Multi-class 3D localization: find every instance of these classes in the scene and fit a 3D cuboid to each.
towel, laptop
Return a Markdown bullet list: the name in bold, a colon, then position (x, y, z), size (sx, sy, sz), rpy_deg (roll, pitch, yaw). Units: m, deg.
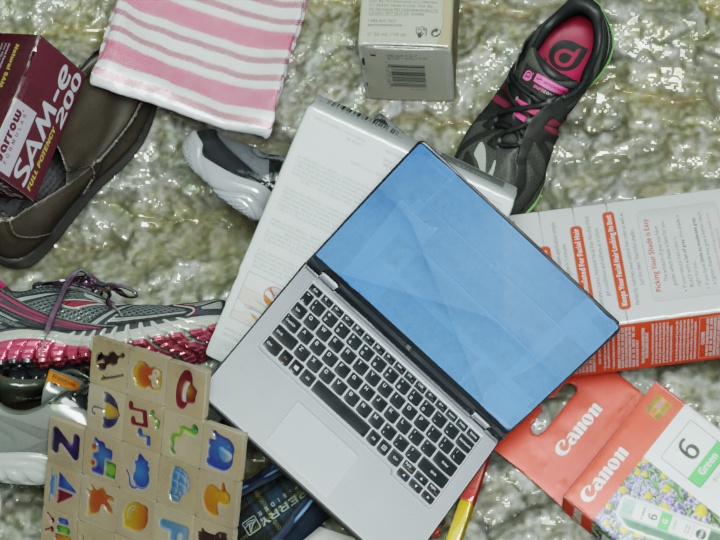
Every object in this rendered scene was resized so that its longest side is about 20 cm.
- **towel**: position (-0.114, -0.208, 1.486), size (0.145, 0.030, 0.202), rpy_deg (15, 65, -3)
- **laptop**: position (0.032, 0.060, 1.293), size (0.187, 0.116, 0.200), rpy_deg (42, 63, -4)

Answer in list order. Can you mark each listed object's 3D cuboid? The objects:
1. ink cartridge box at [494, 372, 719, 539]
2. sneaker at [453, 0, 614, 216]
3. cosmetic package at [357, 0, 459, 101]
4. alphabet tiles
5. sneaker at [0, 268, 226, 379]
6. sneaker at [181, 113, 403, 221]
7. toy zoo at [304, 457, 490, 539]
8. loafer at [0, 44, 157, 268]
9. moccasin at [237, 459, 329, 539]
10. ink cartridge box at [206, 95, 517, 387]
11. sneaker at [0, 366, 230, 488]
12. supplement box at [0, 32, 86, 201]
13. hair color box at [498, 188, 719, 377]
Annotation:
- **ink cartridge box**: position (0.201, 0.144, 1.355), size (0.200, 0.050, 0.109), rpy_deg (39, 79, 15)
- **sneaker**: position (0.123, -0.122, 1.433), size (0.076, 0.084, 0.201), rpy_deg (24, 75, 13)
- **cosmetic package**: position (0.041, -0.241, 1.472), size (0.072, 0.104, 0.202), rpy_deg (3, 73, 5)
- **alphabet tiles**: position (-0.150, 0.151, 1.314), size (0.166, 0.008, 0.202), rpy_deg (15, 106, 31)
- **sneaker**: position (-0.190, 0.036, 1.413), size (0.198, 0.081, 0.075), rpy_deg (-3, 69, 5)
- **sneaker**: position (-0.028, -0.075, 1.424), size (0.199, 0.075, 0.114), rpy_deg (32, 96, 9)
- **toy zoo**: position (0.023, 0.141, 1.386), size (0.130, 0.020, 0.202), rpy_deg (16, 74, 13)
- **loafer**: position (-0.220, -0.094, 1.463), size (0.073, 0.071, 0.201), rpy_deg (27, 76, 13)
- **moccasin**: position (-0.099, 0.187, 1.347), size (0.200, 0.068, 0.081), rpy_deg (-44, 73, 4)
- **ink cartridge box**: position (0.000, 0.000, 1.370), size (0.159, 0.047, 0.201), rpy_deg (25, 106, 1)
- **sneaker**: position (-0.184, 0.109, 1.377), size (0.198, 0.074, 0.080), rpy_deg (0, 116, 4)
- **supplement box**: position (-0.309, -0.119, 1.442), size (0.199, 0.061, 0.110), rpy_deg (8, 70, 38)
- **hair color box**: position (0.193, 0.010, 1.380), size (0.198, 0.064, 0.112), rpy_deg (-6, 52, 2)
